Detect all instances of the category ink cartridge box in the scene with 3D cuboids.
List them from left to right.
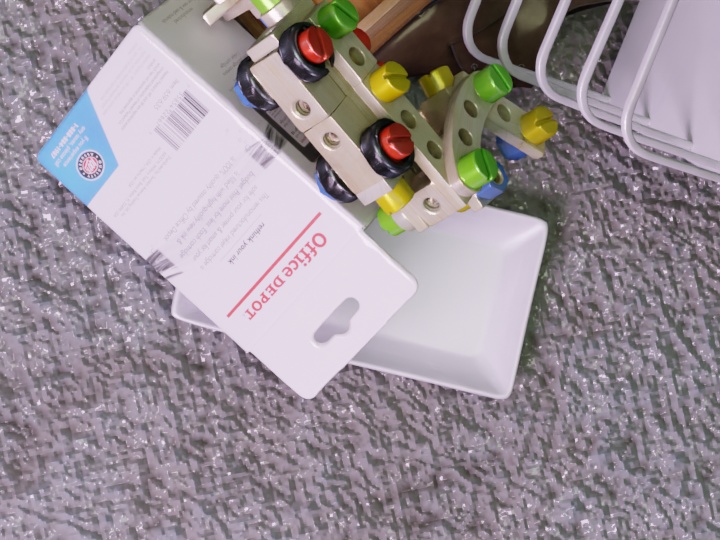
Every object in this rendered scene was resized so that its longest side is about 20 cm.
[{"bbox_3d":[-0.060,-0.041,1.189,0.200,0.067,0.116,43,126,-1],"label":"ink cartridge box"}]

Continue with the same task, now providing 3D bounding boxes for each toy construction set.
[{"bbox_3d":[0.002,-0.098,1.126,0.200,0.092,0.131,38,43,-3],"label":"toy construction set"}]

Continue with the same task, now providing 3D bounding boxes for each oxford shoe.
[{"bbox_3d":[0.062,-0.132,1.256,0.200,0.073,0.084,-29,94,-6],"label":"oxford shoe"}]

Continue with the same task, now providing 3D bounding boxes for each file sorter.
[{"bbox_3d":[0.159,-0.134,1.152,0.124,0.200,0.139,16,103,-28],"label":"file sorter"}]

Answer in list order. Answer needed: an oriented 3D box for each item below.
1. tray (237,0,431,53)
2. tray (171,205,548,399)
[{"bbox_3d":[-0.052,-0.199,1.226,0.099,0.037,0.200,-41,73,6],"label":"tray"},{"bbox_3d":[0.000,0.000,1.264,0.200,0.022,0.107,14,86,-5],"label":"tray"}]
